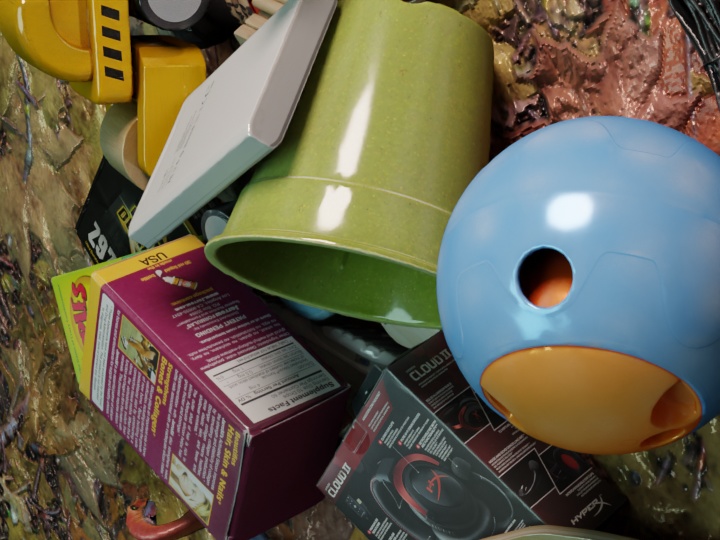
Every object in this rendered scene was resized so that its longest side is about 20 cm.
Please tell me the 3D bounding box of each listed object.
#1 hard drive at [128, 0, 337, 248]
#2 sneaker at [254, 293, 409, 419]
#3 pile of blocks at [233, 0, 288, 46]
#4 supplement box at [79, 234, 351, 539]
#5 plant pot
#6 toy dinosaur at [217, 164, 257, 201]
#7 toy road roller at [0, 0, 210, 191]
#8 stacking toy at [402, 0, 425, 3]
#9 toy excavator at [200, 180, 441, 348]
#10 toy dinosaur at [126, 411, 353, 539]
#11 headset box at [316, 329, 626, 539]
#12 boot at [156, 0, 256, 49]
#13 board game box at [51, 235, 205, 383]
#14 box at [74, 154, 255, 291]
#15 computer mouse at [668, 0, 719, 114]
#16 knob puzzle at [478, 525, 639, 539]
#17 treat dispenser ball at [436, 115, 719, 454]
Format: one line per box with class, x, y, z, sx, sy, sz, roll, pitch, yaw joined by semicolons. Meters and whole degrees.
hard drive;-0.090;-0.104;1.239;0.200;0.026;0.132;-32;33;55
sneaker;-0.044;0.071;1.434;0.200;0.075;0.082;24;102;47
pile of blocks;-0.056;-0.181;1.372;0.062;0.082;0.200;31;101;47
supplement box;-0.115;0.088;1.378;0.200;0.103;0.131;43;137;30
plant pot;0.014;-0.078;1.223;0.200;0.200;0.190;-6;66;54
toy dinosaur;-0.106;-0.098;1.467;0.200;0.077;0.102;-139;43;-58
toy road roller;-0.198;-0.159;1.383;0.123;0.146;0.200;-148;54;-65
stacking toy;-0.029;-0.241;1.203;0.146;0.200;0.146;7;103;32
toy excavator;0.000;0.000;1.370;0.194;0.100;0.200;-29;92;52
toy dinosaur;-0.097;0.164;1.460;0.105;0.181;0.200;48;135;33
headset box;0.067;0.151;1.290;0.200;0.075;0.149;43;135;16
boot;-0.122;-0.272;1.439;0.150;0.073;0.200;8;111;53
board game box;-0.194;0.037;1.582;0.200;0.048;0.102;-13;92;53
box;-0.175;-0.017;1.619;0.200;0.049;0.160;57;141;24
computer mouse;0.248;-0.147;1.011;0.200;0.046;0.141;-35;72;52
knob puzzle;0.148;0.248;1.211;0.219;0.030;0.220;16;129;20
treat dispenser ball;0.145;0.009;1.070;0.201;0.201;0.201;22;118;48
